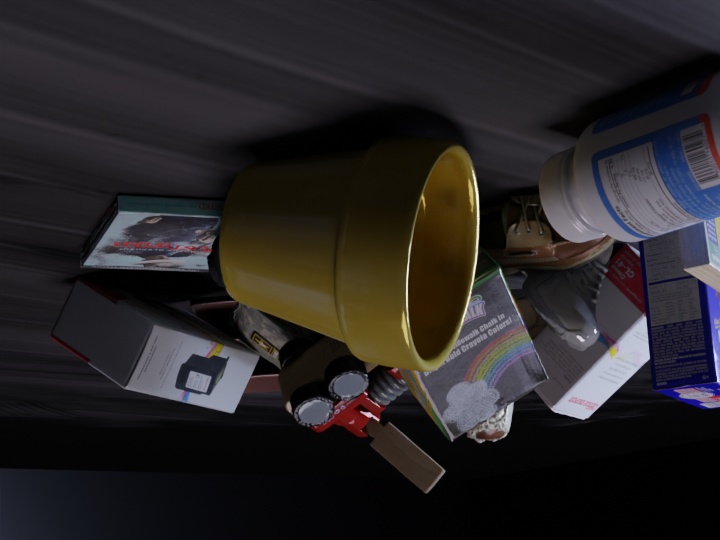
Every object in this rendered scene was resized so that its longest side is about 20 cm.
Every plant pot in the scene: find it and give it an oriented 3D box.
[{"bbox_3d":[-0.013,-0.022,1.221,0.188,0.202,0.201,6,170,20],"label":"plant pot"}]

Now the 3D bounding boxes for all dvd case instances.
[{"bbox_3d":[-0.199,-0.035,1.433,0.145,0.022,0.200,2,165,-22],"label":"dvd case"}]

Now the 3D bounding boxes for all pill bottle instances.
[{"bbox_3d":[0.249,-0.087,1.160,0.112,0.113,0.200,9,162,-40],"label":"pill bottle"}]

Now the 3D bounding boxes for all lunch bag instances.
[{"bbox_3d":[-0.054,0.059,1.651,0.199,0.118,0.164,4,163,-8],"label":"lunch bag"}]

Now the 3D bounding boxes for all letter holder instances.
[{"bbox_3d":[-0.115,0.094,1.802,0.199,0.101,0.142,-3,164,-2],"label":"letter holder"}]

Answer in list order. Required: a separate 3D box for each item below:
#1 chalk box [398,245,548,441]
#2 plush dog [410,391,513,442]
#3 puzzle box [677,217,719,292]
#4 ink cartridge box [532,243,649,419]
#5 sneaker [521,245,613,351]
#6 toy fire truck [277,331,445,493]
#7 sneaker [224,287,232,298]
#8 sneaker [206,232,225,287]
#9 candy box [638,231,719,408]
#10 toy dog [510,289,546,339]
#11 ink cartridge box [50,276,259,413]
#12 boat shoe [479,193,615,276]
[{"bbox_3d":[0.080,0.040,1.376,0.124,0.124,0.200,-31,123,-6],"label":"chalk box"},{"bbox_3d":[0.139,0.130,1.998,0.171,0.161,0.200,8,140,13],"label":"plush dog"},{"bbox_3d":[0.330,-0.048,1.293,0.025,0.134,0.200,-12,162,27],"label":"puzzle box"},{"bbox_3d":[0.295,0.077,1.674,0.200,0.086,0.147,-45,154,11],"label":"ink cartridge box"},{"bbox_3d":[0.221,0.003,1.446,0.099,0.200,0.078,-38,118,15],"label":"sneaker"},{"bbox_3d":[0.033,0.137,1.544,0.176,0.129,0.200,-38,130,15],"label":"toy fire truck"},{"bbox_3d":[-0.050,0.003,1.521,0.199,0.070,0.090,-1,167,-6],"label":"sneaker"},{"bbox_3d":[-0.116,-0.003,1.371,0.087,0.076,0.200,-20,175,16],"label":"sneaker"},{"bbox_3d":[0.362,0.037,1.491,0.077,0.201,0.169,-10,163,29],"label":"candy box"},{"bbox_3d":[0.148,0.035,1.709,0.199,0.097,0.132,15,164,-12],"label":"toy dog"},{"bbox_3d":[-0.240,0.090,1.648,0.145,0.083,0.200,27,-177,35],"label":"ink cartridge box"},{"bbox_3d":[0.172,-0.040,1.403,0.200,0.076,0.074,-18,146,42],"label":"boat shoe"}]
